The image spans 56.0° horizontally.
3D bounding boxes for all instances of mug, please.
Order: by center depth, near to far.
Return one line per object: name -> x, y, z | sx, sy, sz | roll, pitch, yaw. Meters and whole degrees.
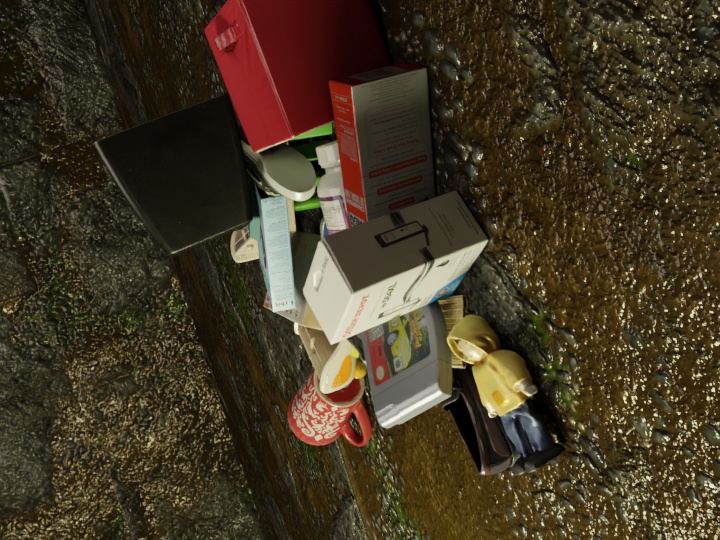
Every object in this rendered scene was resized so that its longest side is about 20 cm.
mug -> -0.048, 0.268, 1.397 | 0.201, 0.174, 0.135 | 118, 164, -54

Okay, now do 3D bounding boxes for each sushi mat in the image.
sushi mat -> 0.100, 0.089, 0.984 | 0.199, 0.012, 0.098 | 168, 108, -66

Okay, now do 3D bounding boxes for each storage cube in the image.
storage cube -> -0.082, -0.280, 0.908 | 0.170, 0.198, 0.182 | 4, 119, 63

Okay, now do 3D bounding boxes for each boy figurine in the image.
boy figurine -> 0.179, 0.147, 0.844 | 0.202, 0.064, 0.124 | 62, 158, 9

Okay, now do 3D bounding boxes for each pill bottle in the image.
pill bottle -> 0.000, -0.090, 0.979 | 0.112, 0.111, 0.203 | 12, 120, 62

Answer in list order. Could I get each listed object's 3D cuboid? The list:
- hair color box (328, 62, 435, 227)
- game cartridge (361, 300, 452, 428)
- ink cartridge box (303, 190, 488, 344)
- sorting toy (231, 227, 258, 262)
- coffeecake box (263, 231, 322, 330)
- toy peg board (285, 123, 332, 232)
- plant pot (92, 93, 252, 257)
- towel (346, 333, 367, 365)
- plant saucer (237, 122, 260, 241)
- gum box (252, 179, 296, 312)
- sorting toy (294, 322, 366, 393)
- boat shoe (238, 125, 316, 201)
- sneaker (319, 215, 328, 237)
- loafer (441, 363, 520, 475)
hair color box -> 0.032, -0.150, 0.864 | 0.064, 0.109, 0.203 | 34, 137, 53
game cartridge -> 0.062, 0.102, 0.952 | 0.132, 0.041, 0.203 | -33, 50, 28
ink cartridge box -> 0.040, -0.002, 0.852 | 0.085, 0.197, 0.147 | 59, 155, 20
sorting toy -> -0.213, -0.132, 1.423 | 0.200, 0.105, 0.183 | -26, 76, 64
coffeecake box -> -0.094, 0.014, 1.227 | 0.199, 0.072, 0.156 | 15, 89, 62
toy peg board -> -0.109, -0.206, 1.175 | 0.200, 0.096, 0.203 | -116, 21, -53
plant pot -> -0.260, -0.128, 1.025 | 0.180, 0.198, 0.199 | 67, 167, -6
towel -> 0.028, 0.137, 1.085 | 0.200, 0.034, 0.133 | 45, 180, 42
plant saucer -> -0.192, -0.150, 1.134 | 0.070, 0.019, 0.203 | 105, 155, -59
gum box -> -0.149, -0.061, 1.143 | 0.170, 0.044, 0.203 | -120, 25, -59
sorting toy -> -0.042, 0.089, 1.243 | 0.200, 0.105, 0.183 | -125, 39, -56
boat shoe -> -0.127, -0.151, 1.020 | 0.200, 0.070, 0.064 | 48, 146, 40
sneaker -> 0.001, 0.000, 1.083 | 0.111, 0.076, 0.203 | 28, 138, 66
loafer -> 0.145, 0.189, 0.943 | 0.201, 0.062, 0.072 | 57, 156, 31
